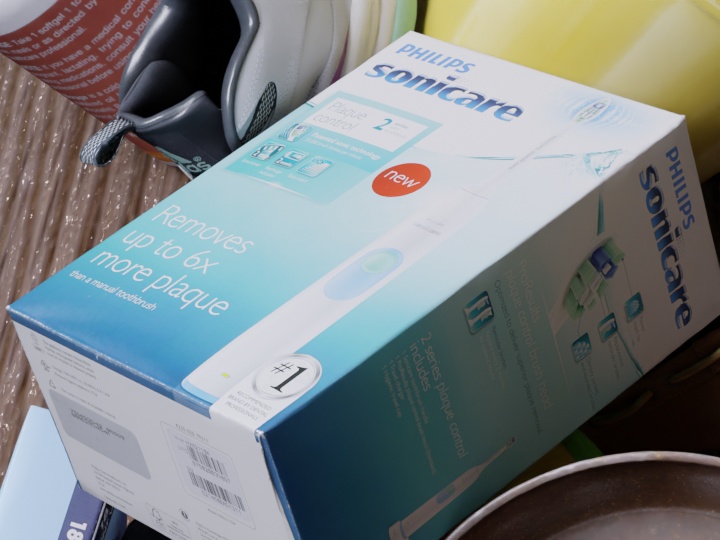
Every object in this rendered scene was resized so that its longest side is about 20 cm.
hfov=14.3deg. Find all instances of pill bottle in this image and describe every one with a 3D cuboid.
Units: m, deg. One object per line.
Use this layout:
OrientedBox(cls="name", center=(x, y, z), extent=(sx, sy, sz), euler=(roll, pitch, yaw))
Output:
OrientedBox(cls="pill bottle", center=(-0.126, -0.140, 1.345), extent=(0.112, 0.200, 0.112), euler=(-27, 46, 32))

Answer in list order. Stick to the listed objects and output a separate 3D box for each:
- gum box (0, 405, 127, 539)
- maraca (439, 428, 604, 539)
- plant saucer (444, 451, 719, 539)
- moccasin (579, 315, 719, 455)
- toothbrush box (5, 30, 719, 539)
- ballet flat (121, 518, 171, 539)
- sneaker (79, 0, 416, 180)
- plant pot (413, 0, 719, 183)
OrientedBox(cls="gum box", center=(-0.138, 0.167, 1.160), extent=(0.200, 0.044, 0.170), euler=(105, -178, -69))
OrientedBox(cls="maraca", center=(0.042, 0.145, 1.036), extent=(0.137, 0.107, 0.200), euler=(41, 116, 51))
OrientedBox(cls="plant saucer", center=(0.100, 0.159, 0.940), extent=(0.200, 0.034, 0.201), euler=(-1, 87, 14))
OrientedBox(cls="moccasin", center=(0.078, 0.043, 1.081), extent=(0.201, 0.078, 0.074), euler=(-11, 41, 43))
OrientedBox(cls="toothbrush box", center=(0.005, 0.013, 0.997), extent=(0.200, 0.085, 0.146), euler=(-35, 36, -27))
OrientedBox(cls="ballet flat", center=(-0.082, 0.180, 1.130), extent=(0.073, 0.073, 0.200), euler=(-12, 54, 42))
OrientedBox(cls="sneaker", center=(-0.049, -0.036, 1.083), extent=(0.078, 0.140, 0.200), euler=(8, 102, 42))
OrientedBox(cls="plant pot", center=(0.122, -0.124, 1.088), extent=(0.189, 0.201, 0.201), euler=(-49, 35, 34))
